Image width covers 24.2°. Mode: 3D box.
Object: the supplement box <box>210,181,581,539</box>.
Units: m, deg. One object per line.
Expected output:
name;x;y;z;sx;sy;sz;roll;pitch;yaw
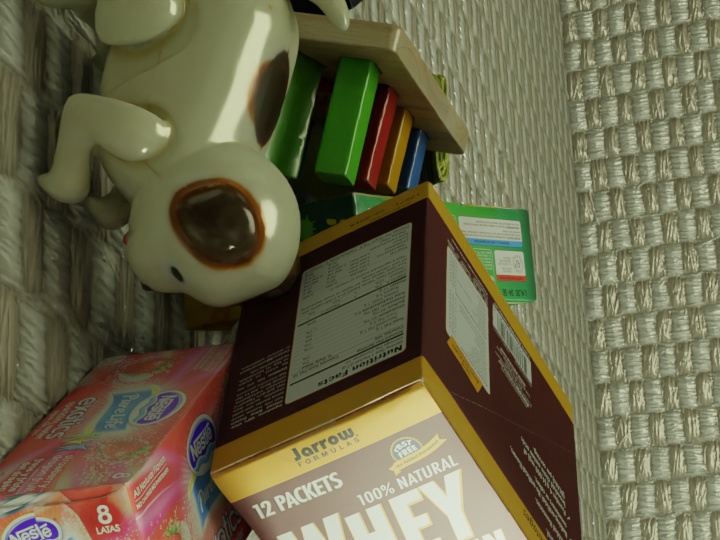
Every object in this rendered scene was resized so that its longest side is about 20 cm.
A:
supplement box;0.029;0.099;0.986;0.198;0.132;0.201;56;21;-27

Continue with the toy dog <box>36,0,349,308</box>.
toy dog;-0.091;-0.074;0.986;0.140;0.192;0.202;75;5;-70

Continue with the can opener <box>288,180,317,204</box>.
can opener;-0.064;-0.084;1.321;0.053;0.066;0.202;2;76;-73

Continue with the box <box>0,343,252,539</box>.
box;-0.125;0.123;0.925;0.200;0.094;0.103;-54;133;-69

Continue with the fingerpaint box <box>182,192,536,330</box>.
fingerpaint box;0.000;0.000;1.187;0.199;0.166;0.074;3;80;-51

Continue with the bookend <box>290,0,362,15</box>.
bookend;-0.025;-0.278;1.233;0.200;0.199;0.092;67;19;-13

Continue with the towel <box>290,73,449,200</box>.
towel;-0.006;-0.084;1.313;0.018;0.199;0.087;16;66;-40

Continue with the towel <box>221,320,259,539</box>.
towel;-0.077;0.130;1.098;0.132;0.034;0.202;6;98;-74

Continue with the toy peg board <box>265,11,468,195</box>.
toy peg board;-0.050;-0.097;1.161;0.199;0.198;0.099;44;58;-67
